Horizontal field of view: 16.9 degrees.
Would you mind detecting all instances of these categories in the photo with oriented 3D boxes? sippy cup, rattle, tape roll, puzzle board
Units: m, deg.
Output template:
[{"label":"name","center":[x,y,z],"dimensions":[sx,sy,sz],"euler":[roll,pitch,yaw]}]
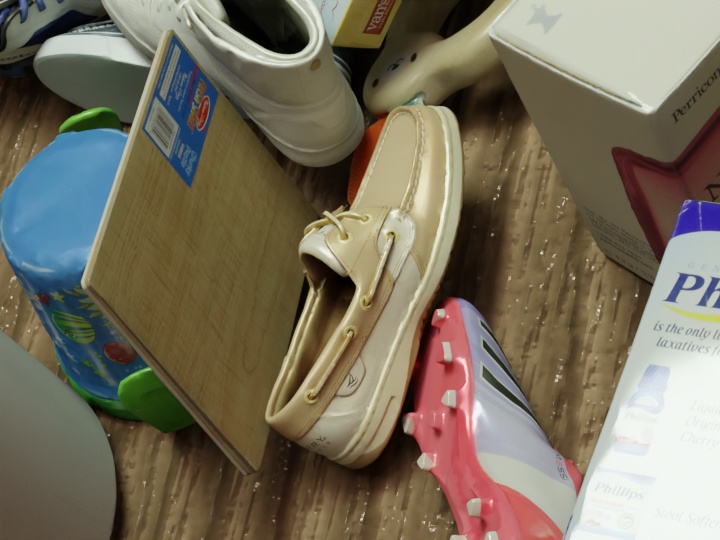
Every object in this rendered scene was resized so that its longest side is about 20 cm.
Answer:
[{"label":"sippy cup","center":[-0.130,-0.006,1.332],"dimensions":[0.178,0.130,0.140],"euler":[29,74,35]},{"label":"rattle","center":[0.022,-0.149,1.350],"dimensions":[0.200,0.143,0.130],"euler":[-51,44,-10]},{"label":"tape roll","center":[-0.249,0.113,1.289],"dimensions":[0.202,0.139,0.203],"euler":[-12,58,20]},{"label":"puzzle board","center":[-0.083,-0.011,1.277],"dimensions":[0.017,0.151,0.200],"euler":[-20,37,27]}]

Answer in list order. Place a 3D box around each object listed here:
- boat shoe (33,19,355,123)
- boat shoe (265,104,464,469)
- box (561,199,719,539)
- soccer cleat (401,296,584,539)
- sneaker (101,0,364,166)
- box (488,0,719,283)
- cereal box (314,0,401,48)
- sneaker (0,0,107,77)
[{"label":"boat shoe","center":[-0.093,-0.141,1.449],"dimensions":[0.199,0.071,0.091],"euler":[4,60,18]},{"label":"boat shoe","center":[0.000,0.000,1.274],"dimensions":[0.074,0.069,0.201],"euler":[-13,60,62]},{"label":"box","center":[0.186,0.102,1.088],"dimensions":[0.105,0.184,0.201],"euler":[9,62,30]},{"label":"soccer cleat","center":[0.074,0.094,1.229],"dimensions":[0.076,0.067,0.200],"euler":[11,37,-22]},{"label":"sneaker","center":[-0.081,-0.151,1.341],"dimensions":[0.200,0.116,0.074],"euler":[37,73,27]},{"label":"box","center":[0.169,-0.085,1.208],"dimensions":[0.109,0.200,0.128],"euler":[33,76,37]},{"label":"cereal box","center":[-0.019,-0.240,1.358],"dimensions":[0.200,0.039,0.144],"euler":[56,132,38]},{"label":"sneaker","center":[-0.183,-0.178,1.451],"dimensions":[0.199,0.115,0.081],"euler":[-35,87,21]}]
